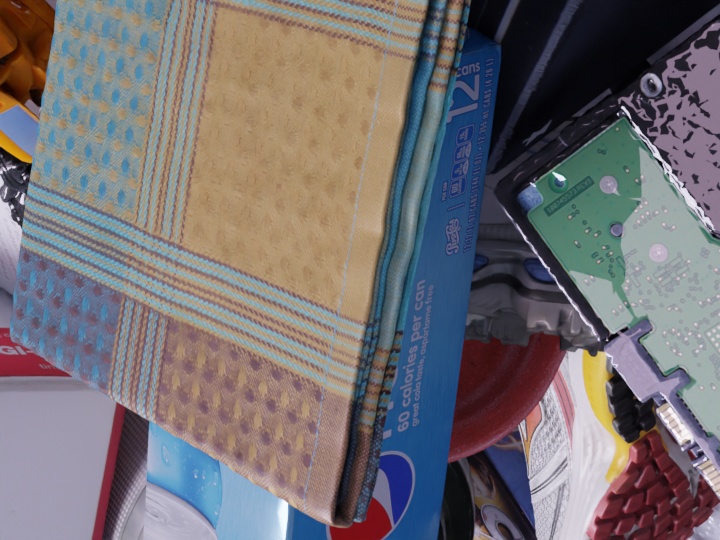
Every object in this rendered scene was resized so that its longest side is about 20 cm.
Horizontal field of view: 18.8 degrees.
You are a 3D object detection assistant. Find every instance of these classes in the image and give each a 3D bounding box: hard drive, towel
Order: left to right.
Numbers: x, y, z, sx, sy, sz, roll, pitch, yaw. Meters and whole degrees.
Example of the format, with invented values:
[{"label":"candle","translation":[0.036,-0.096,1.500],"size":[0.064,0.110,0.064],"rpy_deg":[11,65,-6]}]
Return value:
[{"label":"towel","translation":[-0.029,-0.055,0.537],"size":[0.146,0.022,0.201],"rpy_deg":[25,111,44]},{"label":"hard drive","translation":[0.148,-0.022,0.543],"size":[0.200,0.038,0.140],"rpy_deg":[-38,88,31]}]

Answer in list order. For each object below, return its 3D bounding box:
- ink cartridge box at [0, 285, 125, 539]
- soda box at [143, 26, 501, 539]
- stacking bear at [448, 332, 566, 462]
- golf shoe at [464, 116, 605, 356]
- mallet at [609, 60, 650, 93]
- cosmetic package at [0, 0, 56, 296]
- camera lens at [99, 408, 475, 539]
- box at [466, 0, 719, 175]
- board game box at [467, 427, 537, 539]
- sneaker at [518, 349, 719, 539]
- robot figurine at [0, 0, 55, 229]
[{"label":"ink cartridge box","translation":[-0.179,0.070,0.896],"size":[0.200,0.083,0.148],"rpy_deg":[38,121,53]},{"label":"soda box","translation":[-0.016,0.021,0.618],"size":[0.068,0.064,0.201],"rpy_deg":[33,129,39]},{"label":"stacking bear","translation":[0.000,0.000,0.784],"size":[0.200,0.121,0.114],"rpy_deg":[-156,56,-78]},{"label":"golf shoe","translation":[0.115,-0.020,0.643],"size":[0.199,0.098,0.078],"rpy_deg":[7,171,10]},{"label":"mallet","translation":[0.123,0.003,0.705],"size":[0.200,0.066,0.041],"rpy_deg":[50,154,10]},{"label":"cosmetic package","translation":[-0.125,-0.110,0.882],"size":[0.200,0.167,0.167],"rpy_deg":[29,145,42]},{"label":"camera lens","translation":[-0.058,0.086,0.930],"size":[0.200,0.159,0.161],"rpy_deg":[40,154,52]},{"label":"box","translation":[0.034,-0.167,0.577],"size":[0.199,0.123,0.200],"rpy_deg":[50,157,12]},{"label":"board game box","translation":[0.066,0.120,0.995],"size":[0.201,0.035,0.135],"rpy_deg":[57,155,-6]},{"label":"sneaker","translation":[0.092,0.046,0.822],"size":[0.082,0.078,0.201],"rpy_deg":[43,146,38]},{"label":"robot figurine","translation":[-0.083,-0.084,0.732],"size":[0.058,0.145,0.200],"rpy_deg":[31,171,35]}]
